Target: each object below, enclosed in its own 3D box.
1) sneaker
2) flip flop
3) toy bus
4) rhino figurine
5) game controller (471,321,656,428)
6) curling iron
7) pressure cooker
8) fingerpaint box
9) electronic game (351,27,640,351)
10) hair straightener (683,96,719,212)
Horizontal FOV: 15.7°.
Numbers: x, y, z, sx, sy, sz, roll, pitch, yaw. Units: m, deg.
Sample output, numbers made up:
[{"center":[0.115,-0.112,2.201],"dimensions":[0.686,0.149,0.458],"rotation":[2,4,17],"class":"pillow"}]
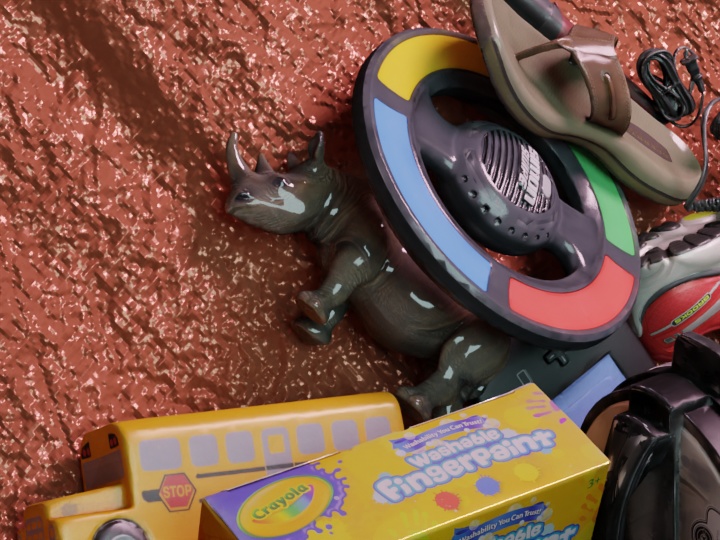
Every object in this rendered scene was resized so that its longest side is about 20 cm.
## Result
[{"center":[0.233,0.000,1.519],"dimensions":[0.199,0.077,0.086],"rotation":[-18,108,-25],"class":"sneaker"},{"center":[0.131,-0.101,1.448],"dimensions":[0.199,0.057,0.081],"rotation":[32,35,-35],"class":"flip flop"},{"center":[-0.074,0.112,1.324],"dimensions":[0.199,0.065,0.079],"rotation":[-5,82,-29],"class":"toy bus"},{"center":[0.000,0.000,1.389],"dimensions":[0.200,0.060,0.087],"rotation":[45,68,-5],"class":"rhino figurine"},{"center":[0.142,0.109,1.453],"dimensions":[0.104,0.042,0.201],"rotation":[-38,98,-28],"class":"game controller"},{"center":[0.117,-0.146,1.496],"dimensions":[0.199,0.026,0.050],"rotation":[32,104,-15],"class":"curling iron"},{"center":[0.204,0.127,1.364],"dimensions":[0.199,0.179,0.177],"rotation":[-15,72,-28],"class":"pressure cooker"},{"center":[0.016,0.165,1.303],"dimensions":[0.199,0.168,0.073],"rotation":[-16,43,-30],"class":"fingerpaint box"},{"center":[0.075,-0.046,1.409],"dimensions":[0.199,0.042,0.201],"rotation":[29,41,-28],"class":"electronic game"},{"center":[0.237,-0.096,1.527],"dimensions":[0.200,0.041,0.077],"rotation":[-41,99,-38],"class":"hair straightener"}]
